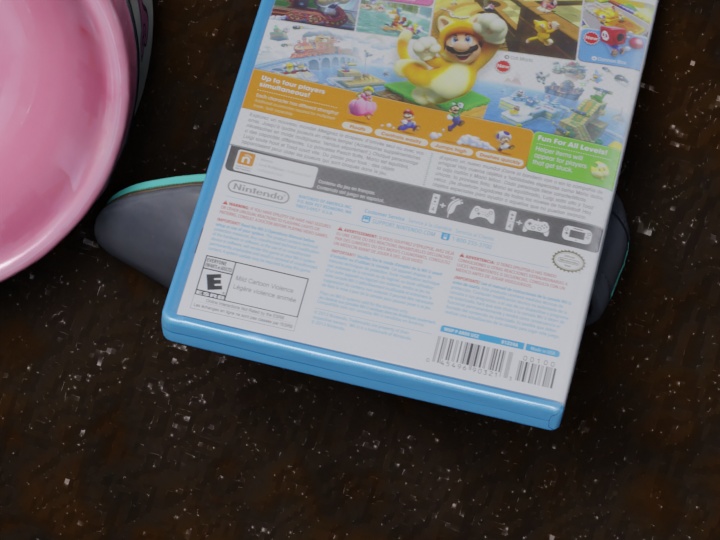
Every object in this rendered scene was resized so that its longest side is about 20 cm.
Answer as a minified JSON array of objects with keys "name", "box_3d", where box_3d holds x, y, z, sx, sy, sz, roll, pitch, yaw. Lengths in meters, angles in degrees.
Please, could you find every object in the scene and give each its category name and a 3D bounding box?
[{"name":"dog bowl","box_3d":[-0.169,-0.075,1.043,0.200,0.074,0.200,-5,116,-9]},{"name":"video game case","box_3d":[0.023,-0.046,1.051,0.143,0.018,0.200,13,59,5]},{"name":"ballet flat","box_3d":[0.000,0.000,1.071,0.200,0.073,0.073,-2,89,2]}]
